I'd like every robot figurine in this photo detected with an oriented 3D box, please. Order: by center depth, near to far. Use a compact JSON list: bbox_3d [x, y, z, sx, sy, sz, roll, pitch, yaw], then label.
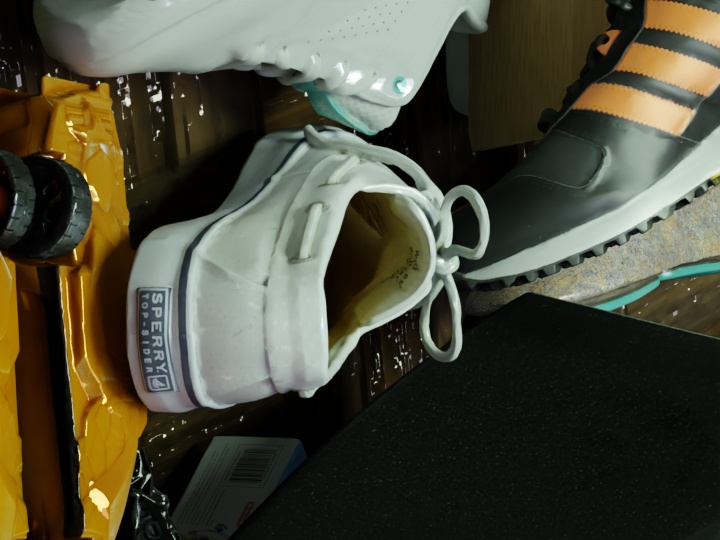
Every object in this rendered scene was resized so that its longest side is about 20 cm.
[{"bbox_3d":[-0.103,0.042,0.676,0.145,0.058,0.201,11,73,-60],"label":"robot figurine"}]

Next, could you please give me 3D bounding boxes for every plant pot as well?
[{"bbox_3d":[0.060,0.142,0.749,0.177,0.199,0.201,-22,112,-33],"label":"plant pot"}]

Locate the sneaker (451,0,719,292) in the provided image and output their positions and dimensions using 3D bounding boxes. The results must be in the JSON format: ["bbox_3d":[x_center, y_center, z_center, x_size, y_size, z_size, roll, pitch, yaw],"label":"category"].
[{"bbox_3d":[0.097,-0.069,0.823,0.200,0.070,0.090,-30,92,-6],"label":"sneaker"}]

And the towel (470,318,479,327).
[{"bbox_3d":[0.065,0.141,0.929,0.193,0.034,0.200,60,40,-39],"label":"towel"}]

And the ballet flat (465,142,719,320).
[{"bbox_3d":[0.093,-0.021,0.933,0.200,0.068,0.067,-14,95,-60],"label":"ballet flat"}]

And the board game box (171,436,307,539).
[{"bbox_3d":[-0.050,0.170,0.790,0.200,0.034,0.135,-63,144,-45],"label":"board game box"}]

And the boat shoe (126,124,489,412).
[{"bbox_3d":[0.000,-0.005,0.758,0.202,0.086,0.075,-35,123,-72],"label":"boat shoe"}]

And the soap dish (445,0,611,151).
[{"bbox_3d":[0.119,-0.134,0.920,0.200,0.081,0.158,-16,112,-45],"label":"soap dish"}]

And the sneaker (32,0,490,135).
[{"bbox_3d":[-0.016,-0.081,0.779,0.200,0.075,0.089,-28,115,-44],"label":"sneaker"}]
